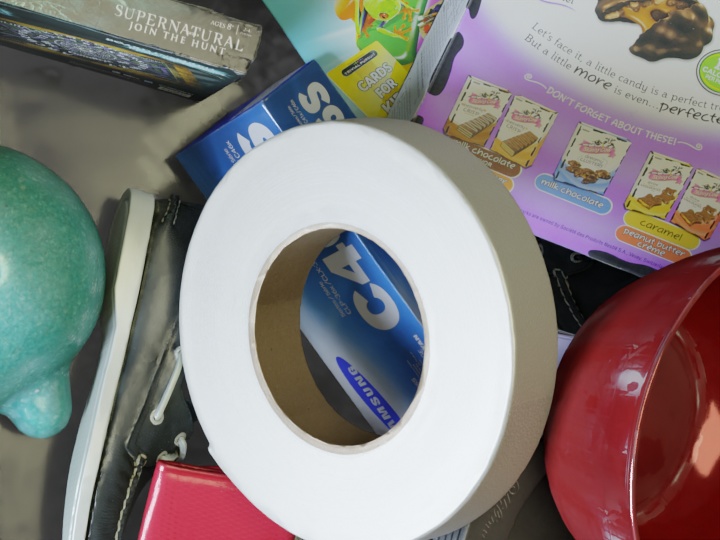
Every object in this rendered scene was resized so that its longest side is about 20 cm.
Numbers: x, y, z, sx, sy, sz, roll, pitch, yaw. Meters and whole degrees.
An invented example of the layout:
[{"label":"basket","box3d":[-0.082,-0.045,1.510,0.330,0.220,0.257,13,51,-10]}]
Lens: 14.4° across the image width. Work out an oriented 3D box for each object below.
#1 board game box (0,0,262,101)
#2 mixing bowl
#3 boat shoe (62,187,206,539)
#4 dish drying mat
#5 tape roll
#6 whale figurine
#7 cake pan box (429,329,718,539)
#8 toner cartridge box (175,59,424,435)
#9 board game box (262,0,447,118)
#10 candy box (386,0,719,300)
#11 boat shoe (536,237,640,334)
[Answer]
[{"label":"board game box","box3d":[-0.156,-0.126,1.357,0.200,0.135,0.028,16,84,-13]},{"label":"mixing bowl","box3d":[0.156,0.074,1.300,0.200,0.108,0.200,-8,102,-40]},{"label":"boat shoe","box3d":[-0.105,0.062,1.393,0.060,0.076,0.200,11,90,-12]},{"label":"dish drying mat","box3d":[-0.084,0.192,1.395,0.077,0.018,0.200,10,102,-12]},{"label":"tape roll","box3d":[0.000,0.030,1.312,0.037,0.203,0.203,-9,90,-52]},{"label":"whale figurine","box3d":[-0.205,0.032,1.355,0.159,0.104,0.200,36,81,-10]},{"label":"cake pan box","box3d":[0.113,0.146,1.381,0.200,0.052,0.184,35,75,-33]},{"label":"toner cartridge box","box3d":[0.000,0.000,1.406,0.043,0.095,0.200,-40,97,-32]},{"label":"board game box","box3d":[0.027,-0.157,1.373,0.151,0.047,0.200,-31,111,14]},{"label":"candy box","box3d":[0.127,-0.110,1.328,0.168,0.072,0.200,22,113,-9]},{"label":"boat shoe","box3d":[0.119,-0.035,1.453,0.074,0.066,0.199,-14,91,-13]}]
